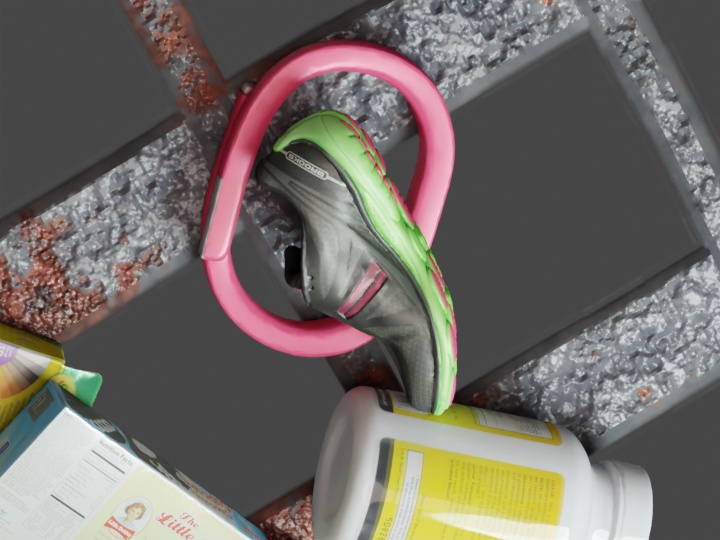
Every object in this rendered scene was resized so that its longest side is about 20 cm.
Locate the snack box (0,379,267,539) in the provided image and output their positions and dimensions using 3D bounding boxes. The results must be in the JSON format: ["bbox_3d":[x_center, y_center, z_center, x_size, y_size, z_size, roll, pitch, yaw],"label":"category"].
[{"bbox_3d":[-0.156,0.165,1.473,0.116,0.037,0.200,-46,126,4],"label":"snack box"}]

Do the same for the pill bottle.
[{"bbox_3d":[0.077,0.144,1.499,0.198,0.112,0.113,12,103,-13],"label":"pill bottle"}]

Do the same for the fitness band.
[{"bbox_3d":[-0.021,-0.044,1.472,0.143,0.037,0.201,14,103,-17],"label":"fitness band"}]

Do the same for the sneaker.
[{"bbox_3d":[0.000,0.000,1.440,0.083,0.077,0.201,-25,105,9],"label":"sneaker"}]

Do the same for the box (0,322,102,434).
[{"bbox_3d":[-0.267,0.077,1.453,0.199,0.048,0.118,21,101,-14],"label":"box"}]
